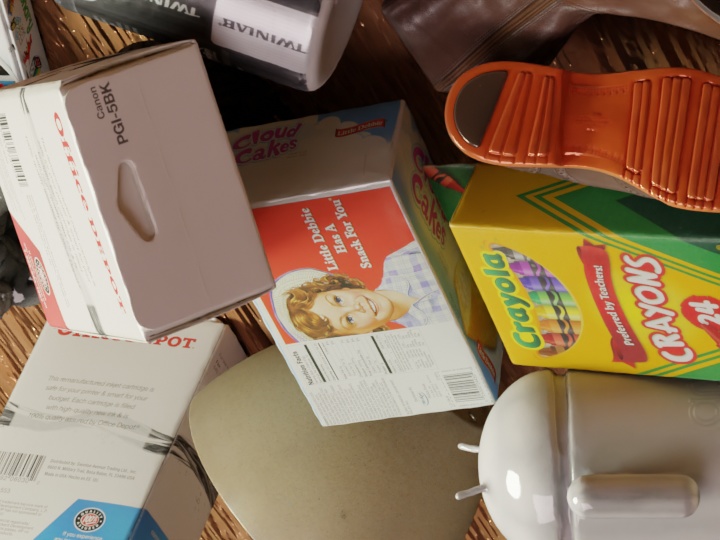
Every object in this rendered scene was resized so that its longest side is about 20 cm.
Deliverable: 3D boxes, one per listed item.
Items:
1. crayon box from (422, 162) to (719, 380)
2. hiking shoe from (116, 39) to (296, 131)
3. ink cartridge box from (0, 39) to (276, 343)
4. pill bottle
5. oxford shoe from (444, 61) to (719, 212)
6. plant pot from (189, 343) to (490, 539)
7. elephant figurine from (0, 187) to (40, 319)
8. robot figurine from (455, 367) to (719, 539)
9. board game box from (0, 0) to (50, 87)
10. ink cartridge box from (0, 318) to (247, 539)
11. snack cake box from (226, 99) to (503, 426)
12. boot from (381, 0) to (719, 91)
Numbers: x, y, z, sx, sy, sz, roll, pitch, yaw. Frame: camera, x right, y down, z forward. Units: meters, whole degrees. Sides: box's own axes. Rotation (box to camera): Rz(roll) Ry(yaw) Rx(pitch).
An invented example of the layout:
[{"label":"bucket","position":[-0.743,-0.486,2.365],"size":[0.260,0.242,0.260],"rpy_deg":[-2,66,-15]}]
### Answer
[{"label":"crayon box","position":[0.135,0.001,1.500],"size":[0.200,0.051,0.127],"rpy_deg":[3,142,29]},{"label":"hiking shoe","position":[-0.072,-0.063,1.620],"size":[0.200,0.076,0.101],"rpy_deg":[29,143,-9]},{"label":"ink cartridge box","position":[-0.133,-0.044,1.485],"size":[0.200,0.083,0.147],"rpy_deg":[4,113,68]},{"label":"pill bottle","position":[-0.100,-0.176,1.454],"size":[0.200,0.106,0.106],"rpy_deg":[19,146,8]},{"label":"oxford shoe","position":[0.148,-0.072,1.419],"size":[0.200,0.071,0.073],"rpy_deg":[13,179,11]},{"label":"plant pot","position":[0.007,0.110,1.737],"size":[0.200,0.200,0.134],"rpy_deg":[39,108,-21]},{"label":"elephant figurine","position":[-0.253,-0.058,1.673],"size":[0.142,0.155,0.200],"rpy_deg":[53,163,21]},{"label":"robot figurine","position":[0.155,0.111,1.555],"size":[0.200,0.170,0.113],"rpy_deg":[-3,98,4]},{"label":"board game box","position":[-0.296,-0.168,1.649],"size":[0.200,0.035,0.126],"rpy_deg":[14,146,15]},{"label":"ink cartridge box","position":[-0.173,0.130,1.836],"size":[0.146,0.200,0.086],"rpy_deg":[4,143,28]},{"label":"snack cake box","position":[0.000,0.000,1.570],"size":[0.115,0.067,0.200],"rpy_deg":[-8,136,19]},{"label":"boot","position":[0.122,-0.131,1.422],"size":[0.186,0.064,0.200],"rpy_deg":[31,149,-9]}]
